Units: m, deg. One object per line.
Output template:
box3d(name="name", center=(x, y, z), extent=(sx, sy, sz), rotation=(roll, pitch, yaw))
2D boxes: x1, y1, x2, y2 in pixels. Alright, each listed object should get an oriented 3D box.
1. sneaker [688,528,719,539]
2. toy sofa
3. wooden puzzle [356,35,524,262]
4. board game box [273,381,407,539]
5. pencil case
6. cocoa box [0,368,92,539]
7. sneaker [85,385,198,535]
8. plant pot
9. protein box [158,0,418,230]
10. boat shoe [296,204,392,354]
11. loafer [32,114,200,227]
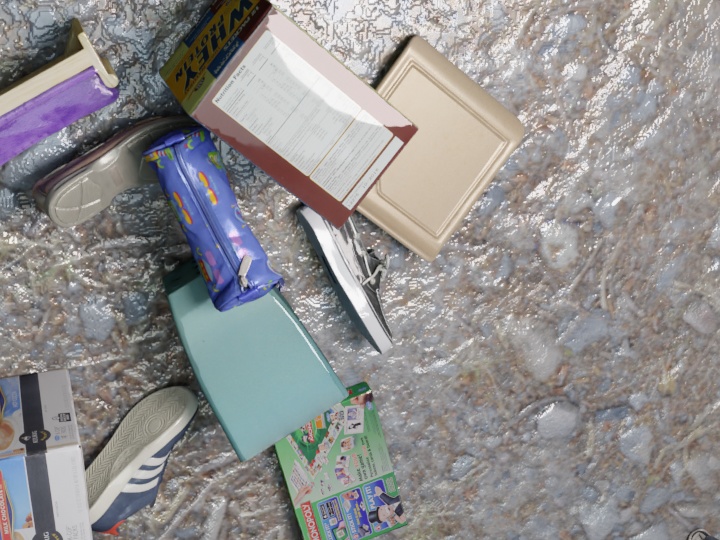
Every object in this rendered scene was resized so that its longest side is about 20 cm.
box3d(name="sneaker", center=(0.537, 0.393, 1.899), extent=(0.202, 0.077, 0.146), rotation=(-39, 118, 1))
box3d(name="toy sofa", center=(-0.345, -0.165, 1.417), extent=(0.199, 0.083, 0.098), rotation=(-30, 114, -5))
box3d(name="wooden puzzle", center=(0.070, -0.138, 1.582), extent=(0.184, 0.037, 0.201), rotation=(35, 89, -25))
box3d(name="board game box", center=(-0.028, 0.249, 1.699), extent=(0.133, 0.029, 0.202), rotation=(-18, 114, -9))
box3d(name="pencil case", center=(-0.152, -0.054, 1.429), extent=(0.078, 0.087, 0.201), rotation=(-26, 93, -7))
box3d(name="cocoa box", center=(-0.366, 0.212, 1.485), extent=(0.130, 0.200, 0.135), rotation=(-7, 112, -13))
box3d(name="sneaker", center=(-0.250, 0.224, 1.605), extent=(0.200, 0.075, 0.085), rotation=(-46, 134, 0))
box3d(name="plant pot", center=(-0.132, 0.077, 1.544), extent=(0.141, 0.141, 0.201), rotation=(-32, 108, -4))
box3d(name="protein box", center=(-0.079, -0.177, 1.429), extent=(0.200, 0.199, 0.135), rotation=(37, 95, -25))
box3d(name="boat shoe", center=(-0.001, -0.001, 1.592), extent=(0.068, 0.074, 0.201), rotation=(-30, 100, -11))
box3d(name="loafer", center=(-0.258, -0.119, 1.471), extent=(0.199, 0.063, 0.072), rotation=(-32, 135, -23))
